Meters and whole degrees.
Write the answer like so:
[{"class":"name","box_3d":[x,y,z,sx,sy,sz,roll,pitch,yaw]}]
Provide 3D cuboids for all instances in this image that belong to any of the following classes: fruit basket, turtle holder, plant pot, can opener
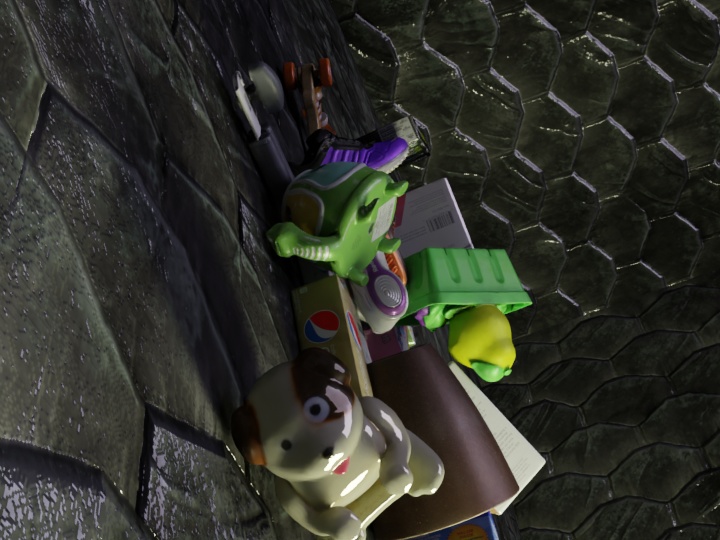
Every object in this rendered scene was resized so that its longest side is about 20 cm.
[{"class":"fruit basket","box_3d":[0.152,0.072,1.588,0.214,0.155,0.218,13,67,-33]},{"class":"turtle holder","box_3d":[-0.035,-0.056,1.349,0.186,0.131,0.142,-56,158,-27]},{"class":"plant pot","box_3d":[0.074,0.197,1.314,0.187,0.185,0.202,6,65,-81]},{"class":"can opener","box_3d":[-0.108,-0.167,1.370,0.054,0.066,0.201,-96,165,-57]}]

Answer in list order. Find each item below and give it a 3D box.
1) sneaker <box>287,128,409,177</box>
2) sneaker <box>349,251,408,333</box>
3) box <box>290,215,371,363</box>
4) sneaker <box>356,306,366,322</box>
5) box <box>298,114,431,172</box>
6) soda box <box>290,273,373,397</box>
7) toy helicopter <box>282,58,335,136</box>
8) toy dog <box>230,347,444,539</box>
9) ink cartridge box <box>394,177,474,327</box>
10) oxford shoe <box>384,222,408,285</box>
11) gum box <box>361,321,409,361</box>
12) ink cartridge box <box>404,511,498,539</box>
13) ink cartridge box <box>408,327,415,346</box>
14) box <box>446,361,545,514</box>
[{"class":"sneaker","box_3d":[-0.025,-0.161,1.524,0.100,0.199,0.069,63,-21,-6]},{"class":"sneaker","box_3d":[0.001,-0.003,1.520,0.100,0.074,0.202,112,-38,-58]},{"class":"box","box_3d":[-0.040,0.031,1.467,0.156,0.041,0.202,54,17,-67]},{"class":"sneaker","box_3d":[0.000,0.000,1.650,0.083,0.080,0.202,40,35,-43]},{"class":"box","box_3d":[0.006,-0.170,1.686,0.193,0.198,0.048,-8,75,-81]},{"class":"soda box","box_3d":[-0.030,0.108,1.270,0.068,0.063,0.201,61,12,-50]},{"class":"toy helicopter","box_3d":[-0.079,-0.252,1.840,0.132,0.078,0.202,75,9,-71]},{"class":"toy dog","box_3d":[-0.029,0.141,0.948,0.195,0.139,0.200,60,2,26]},{"class":"ink cartridge box","box_3d":[0.104,-0.028,1.740,0.083,0.145,0.202,-144,-147,-89]},{"class":"oxford shoe","box_3d":[0.030,-0.056,1.590,0.072,0.071,0.201,-4,58,-40]},{"class":"gum box","box_3d":[0.030,0.087,1.725,0.201,0.066,0.114,-95,163,-62]},{"class":"ink cartridge box","box_3d":[0.112,0.375,1.346,0.201,0.135,0.077,-99,172,-54]},{"class":"ink cartridge box","box_3d":[0.033,0.032,1.871,0.104,0.059,0.202,-101,170,-69]},{"class":"box","box_3d":[0.147,0.247,1.593,0.200,0.106,0.152,46,-16,-1]}]
